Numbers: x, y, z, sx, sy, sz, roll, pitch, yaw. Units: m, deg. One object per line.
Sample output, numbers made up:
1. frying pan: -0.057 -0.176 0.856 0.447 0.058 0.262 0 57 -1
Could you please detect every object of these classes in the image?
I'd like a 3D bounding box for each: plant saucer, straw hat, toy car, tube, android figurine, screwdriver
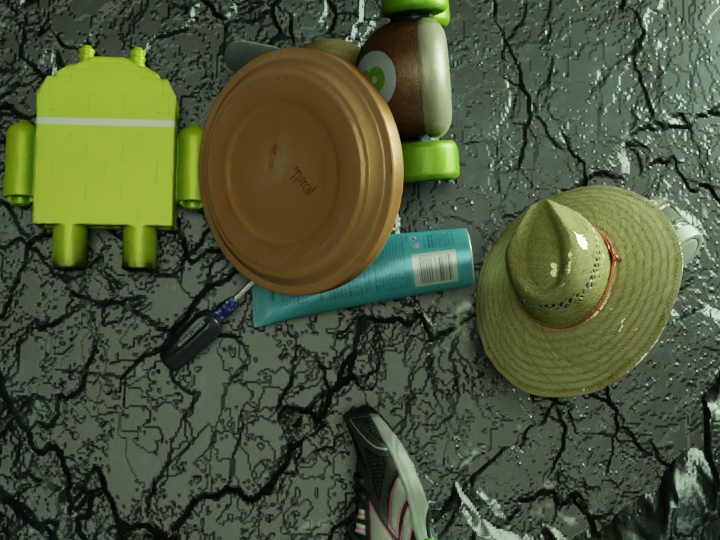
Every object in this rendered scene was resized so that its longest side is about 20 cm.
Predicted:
1. plant saucer: -0.057 -0.080 0.832 0.198 0.032 0.203 4 98 32
2. straw hat: 0.162 -0.006 0.838 0.199 0.085 0.203 -19 53 26
3. toy car: -0.019 -0.154 0.875 0.197 0.158 0.167 -4 94 7
4. tube: 0.000 0.000 0.902 0.197 0.050 0.078 -7 74 0
5. android figurine: -0.222 -0.100 0.895 0.180 0.041 0.203 -1 83 -5
6. screwdriver: -0.096 0.015 0.886 0.200 0.028 0.029 -41 44 2

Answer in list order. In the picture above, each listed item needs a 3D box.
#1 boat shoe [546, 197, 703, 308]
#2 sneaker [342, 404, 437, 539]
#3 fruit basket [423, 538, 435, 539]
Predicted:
1. boat shoe: 0.205 0.011 0.906 0.201 0.072 0.061 -35 60 1
2. sneaker: 0.019 0.216 0.857 0.085 0.080 0.202 -21 84 -6
3. fruit basket: 0.029 0.315 0.765 0.213 0.216 0.157 -3 116 -5
